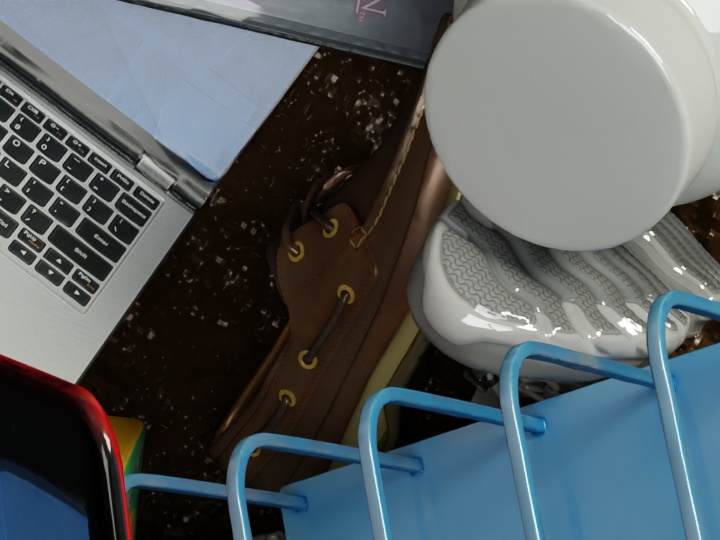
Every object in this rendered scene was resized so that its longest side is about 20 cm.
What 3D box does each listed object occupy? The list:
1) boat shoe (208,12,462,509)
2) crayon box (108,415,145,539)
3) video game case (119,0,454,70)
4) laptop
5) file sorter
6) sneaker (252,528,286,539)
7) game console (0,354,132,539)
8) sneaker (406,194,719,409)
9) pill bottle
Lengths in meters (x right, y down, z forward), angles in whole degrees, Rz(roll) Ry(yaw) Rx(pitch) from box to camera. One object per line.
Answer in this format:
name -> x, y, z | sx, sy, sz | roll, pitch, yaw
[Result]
boat shoe -> 0.000, 0.000, 0.900 | 0.067, 0.072, 0.201 | 22, 115, 3
crayon box -> -0.141, 0.092, 0.867 | 0.118, 0.200, 0.059 | 7, 100, 0
video game case -> -0.025, -0.152, 0.888 | 0.199, 0.019, 0.144 | 12, 92, -12
laptop -> -0.117, -0.090, 0.883 | 0.187, 0.200, 0.116 | 37, 132, -4
file sorter -> 0.041, 0.100, 0.752 | 0.199, 0.122, 0.140 | -20, 72, 29
sneaker -> -0.069, 0.157, 0.934 | 0.200, 0.079, 0.074 | -41, 87, 14
game console -> -0.133, 0.125, 0.711 | 0.171, 0.119, 0.201 | -5, 101, 2
sneaker -> 0.064, 0.023, 0.859 | 0.082, 0.200, 0.075 | -48, 70, 17
pill bottle -> 0.096, -0.088, 0.822 | 0.112, 0.200, 0.113 | 13, 124, 20
